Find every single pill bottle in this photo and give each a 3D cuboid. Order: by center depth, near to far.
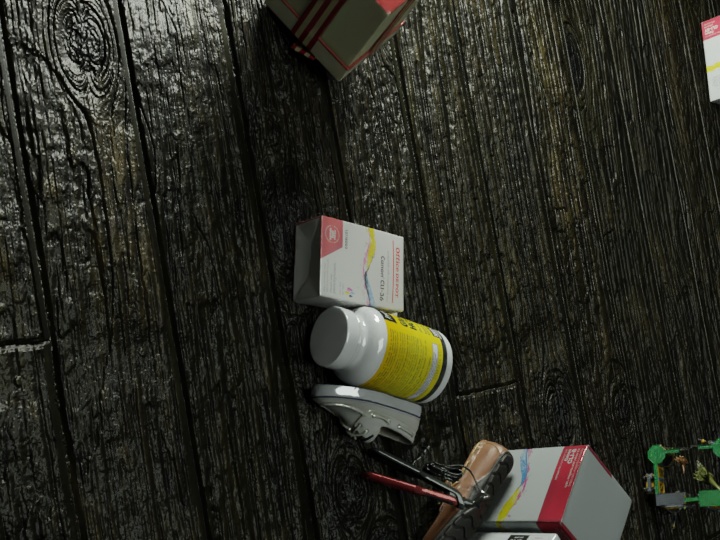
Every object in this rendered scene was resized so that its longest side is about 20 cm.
[{"bbox_3d":[0.029,0.117,1.391,0.199,0.112,0.114,20,68,-38],"label":"pill bottle"}]

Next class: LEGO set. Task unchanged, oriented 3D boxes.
[{"bbox_3d":[0.653,0.399,1.856,0.115,0.199,0.156,25,52,-44],"label":"LEGO set"}]

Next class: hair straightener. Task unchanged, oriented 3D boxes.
[{"bbox_3d":[0.101,0.294,1.423,0.198,0.041,0.078,19,65,-9],"label":"hair straightener"}]

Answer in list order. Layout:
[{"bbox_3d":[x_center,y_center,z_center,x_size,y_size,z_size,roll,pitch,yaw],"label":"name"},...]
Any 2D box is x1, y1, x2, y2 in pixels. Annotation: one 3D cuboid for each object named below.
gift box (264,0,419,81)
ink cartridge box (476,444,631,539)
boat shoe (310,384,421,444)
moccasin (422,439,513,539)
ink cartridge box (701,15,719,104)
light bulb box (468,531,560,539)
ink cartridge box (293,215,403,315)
[{"bbox_3d":[-0.019,-0.420,1.416,0.200,0.187,0.184,49,53,1],"label":"gift box"},{"bbox_3d":[0.288,0.376,1.517,0.146,0.199,0.145,49,51,-24],"label":"ink cartridge box"},{"bbox_3d":[0.008,0.210,1.387,0.199,0.070,0.071,23,70,-41],"label":"boat shoe"},{"bbox_3d":[0.153,0.346,1.486,0.202,0.077,0.074,-56,135,-17],"label":"moccasin"},{"bbox_3d":[0.897,-0.497,2.325,0.144,0.083,0.203,4,79,-41],"label":"ink cartridge box"},{"bbox_3d":[0.193,0.495,1.406,0.200,0.197,0.126,-43,108,-40],"label":"light bulb box"},{"bbox_3d":[0.000,0.000,1.419,0.198,0.067,0.118,12,73,-40],"label":"ink cartridge box"}]
